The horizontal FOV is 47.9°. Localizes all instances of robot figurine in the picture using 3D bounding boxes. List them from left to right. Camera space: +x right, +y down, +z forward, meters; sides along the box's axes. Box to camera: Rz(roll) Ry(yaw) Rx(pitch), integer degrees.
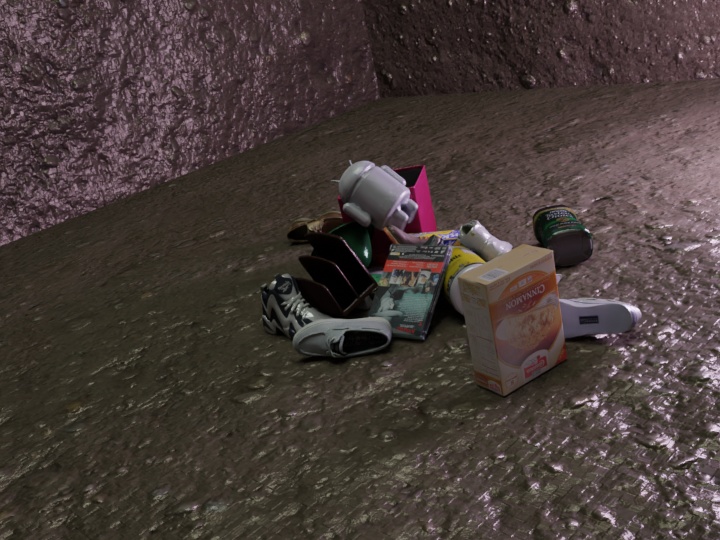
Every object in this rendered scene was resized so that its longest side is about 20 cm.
[{"bbox_3d":[0.033,-0.170,1.826,0.199,0.113,0.170,36,55,9],"label":"robot figurine"}]

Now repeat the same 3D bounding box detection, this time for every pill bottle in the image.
[{"bbox_3d":[0.210,0.014,1.675,0.110,0.112,0.200,-16,20,-8],"label":"pill bottle"}]

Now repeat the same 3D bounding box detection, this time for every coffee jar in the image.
[{"bbox_3d":[0.450,-0.083,1.822,0.103,0.086,0.200,-11,20,5],"label":"coffee jar"}]

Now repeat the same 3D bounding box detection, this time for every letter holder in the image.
[{"bbox_3d":[-0.078,0.002,1.719,0.100,0.143,0.200,-42,21,-17],"label":"letter holder"}]

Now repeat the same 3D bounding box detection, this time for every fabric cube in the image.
[{"bbox_3d":[0.072,-0.127,2.007,0.198,0.201,0.196,-7,22,15],"label":"fabric cube"}]

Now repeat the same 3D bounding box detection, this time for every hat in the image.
[{"bbox_3d":[0.000,0.000,1.835,0.164,0.200,0.177,-12,61,-34],"label":"hat"}]

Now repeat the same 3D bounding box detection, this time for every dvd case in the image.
[{"bbox_3d":[0.095,0.040,1.639,0.145,0.022,0.202,2,62,37],"label":"dvd case"}]

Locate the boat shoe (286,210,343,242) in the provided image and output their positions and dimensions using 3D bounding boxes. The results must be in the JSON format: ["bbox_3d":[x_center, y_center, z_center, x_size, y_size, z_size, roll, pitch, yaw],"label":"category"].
[{"bbox_3d":[-0.121,-0.113,2.283,0.198,0.076,0.074,-10,24,32],"label":"boat shoe"}]

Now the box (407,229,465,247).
[{"bbox_3d":[0.195,-0.053,1.883,0.198,0.065,0.070,-4,20,-8],"label":"box"}]

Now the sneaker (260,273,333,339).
[{"bbox_3d":[-0.141,0.070,1.713,0.198,0.131,0.079,9,31,46],"label":"sneaker"}]

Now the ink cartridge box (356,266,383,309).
[{"bbox_3d":[-0.016,0.029,1.870,0.199,0.051,0.161,8,28,39],"label":"ink cartridge box"}]

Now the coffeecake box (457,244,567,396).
[{"bbox_3d":[0.254,0.080,1.343,0.153,0.202,0.073,-24,23,-28],"label":"coffeecake box"}]

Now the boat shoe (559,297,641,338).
[{"bbox_3d":[0.401,0.086,1.450,0.199,0.074,0.065,4,6,40],"label":"boat shoe"}]

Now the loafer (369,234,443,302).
[{"bbox_3d":[0.097,-0.002,1.710,0.201,0.063,0.072,-53,6,-4],"label":"loafer"}]

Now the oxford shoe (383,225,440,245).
[{"bbox_3d":[0.137,-0.055,1.783,0.073,0.199,0.071,-54,25,11],"label":"oxford shoe"}]

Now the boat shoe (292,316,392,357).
[{"bbox_3d":[-0.036,0.133,1.570,0.199,0.071,0.072,-9,17,4],"label":"boat shoe"}]

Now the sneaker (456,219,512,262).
[{"bbox_3d":[0.269,-0.064,1.771,0.074,0.115,0.200,-48,-5,4],"label":"sneaker"}]

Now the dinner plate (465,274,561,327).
[{"bbox_3d":[0.286,0.066,1.490,0.199,0.024,0.200,-27,-15,-8],"label":"dinner plate"}]
